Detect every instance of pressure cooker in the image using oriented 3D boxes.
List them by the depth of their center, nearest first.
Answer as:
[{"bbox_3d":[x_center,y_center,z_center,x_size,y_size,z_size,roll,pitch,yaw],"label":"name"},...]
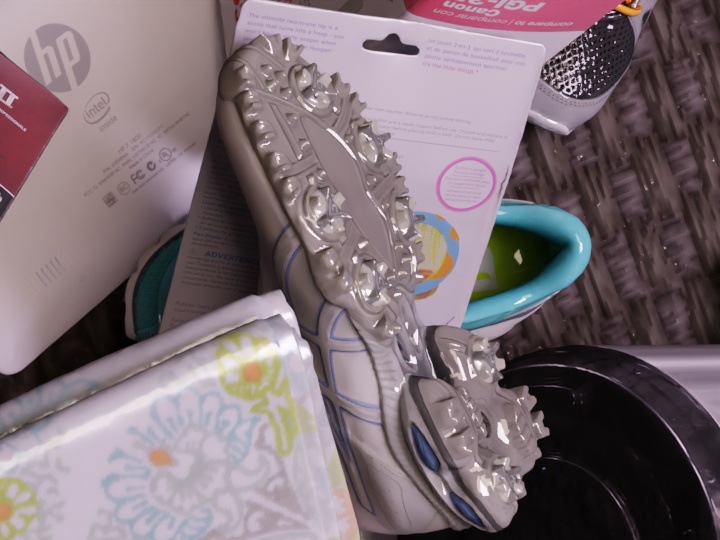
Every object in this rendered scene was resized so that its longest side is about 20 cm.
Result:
[{"bbox_3d":[0.134,0.112,1.175,0.199,0.175,0.180,2,73,-49],"label":"pressure cooker"}]

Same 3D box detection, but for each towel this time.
[{"bbox_3d":[-0.088,0.116,0.997,0.199,0.048,0.172,-25,118,-18],"label":"towel"}]

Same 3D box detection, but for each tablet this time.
[{"bbox_3d":[-0.110,-0.068,1.196,0.200,0.014,0.130,-42,100,-23],"label":"tablet"}]

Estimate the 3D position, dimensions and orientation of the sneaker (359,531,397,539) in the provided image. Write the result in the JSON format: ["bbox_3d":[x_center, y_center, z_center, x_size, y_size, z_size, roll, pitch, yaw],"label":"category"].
[{"bbox_3d":[-0.039,0.115,1.164,0.199,0.085,0.073,-8,84,-26],"label":"sneaker"}]

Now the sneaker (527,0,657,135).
[{"bbox_3d":[0.110,-0.154,1.270,0.078,0.077,0.201,25,75,-20],"label":"sneaker"}]

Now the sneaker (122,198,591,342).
[{"bbox_3d":[0.000,0.000,1.198,0.199,0.080,0.078,-11,88,-24],"label":"sneaker"}]

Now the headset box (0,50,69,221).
[{"bbox_3d":[-0.194,0.005,1.046,0.077,0.149,0.200,39,42,-12],"label":"headset box"}]

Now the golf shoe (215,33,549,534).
[{"bbox_3d":[-0.017,0.015,1.069,0.201,0.097,0.078,63,32,-17],"label":"golf shoe"}]

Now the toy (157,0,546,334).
[{"bbox_3d":[-0.014,-0.012,1.123,0.115,0.047,0.201,7,117,-17],"label":"toy"}]

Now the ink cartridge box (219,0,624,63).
[{"bbox_3d":[0.019,-0.139,1.146,0.082,0.200,0.147,2,70,-27],"label":"ink cartridge box"}]
